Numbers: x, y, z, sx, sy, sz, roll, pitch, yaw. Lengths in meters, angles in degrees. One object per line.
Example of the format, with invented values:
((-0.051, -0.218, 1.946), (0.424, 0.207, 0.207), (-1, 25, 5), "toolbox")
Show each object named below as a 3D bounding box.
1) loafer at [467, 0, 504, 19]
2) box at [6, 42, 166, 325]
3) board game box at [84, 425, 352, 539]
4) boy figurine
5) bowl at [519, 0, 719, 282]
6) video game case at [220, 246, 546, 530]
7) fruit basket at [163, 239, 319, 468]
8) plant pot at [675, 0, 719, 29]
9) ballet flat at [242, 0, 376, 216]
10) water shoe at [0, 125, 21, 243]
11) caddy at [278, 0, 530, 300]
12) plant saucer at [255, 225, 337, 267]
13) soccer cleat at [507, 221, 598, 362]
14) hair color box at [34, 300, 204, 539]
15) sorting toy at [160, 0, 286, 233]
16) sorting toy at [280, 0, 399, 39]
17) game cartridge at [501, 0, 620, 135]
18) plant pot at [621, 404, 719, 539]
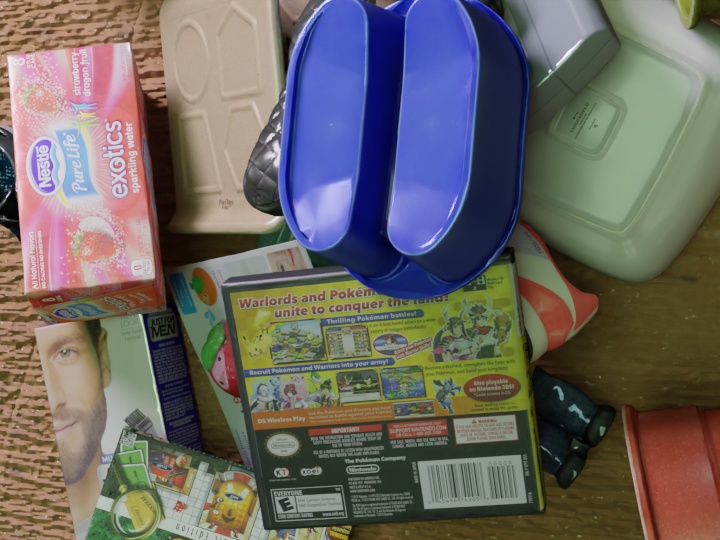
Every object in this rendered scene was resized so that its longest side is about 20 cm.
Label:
((0.011, -0.215, 0.881), (0.201, 0.068, 0.070), (39, 86, 19), "loafer")
((-0.216, -0.068, 1.017), (0.102, 0.095, 0.200), (-6, 74, -5), "box")
((-0.111, 0.205, 1.029), (0.200, 0.023, 0.105), (18, 91, -4), "board game box")
((0.083, 0.083, 0.947), (0.200, 0.064, 0.124), (31, 96, 4), "boy figurine")
((0.168, -0.108, 0.921), (0.200, 0.075, 0.200), (30, 103, 16), "bowl")
((0.017, 0.083, 0.872), (0.200, 0.026, 0.181), (-6, 102, 13), "video game case")
((-0.071, 0.075, 0.984), (0.200, 0.094, 0.185), (-11, 104, 46), "fruit basket")
((0.293, -0.265, 0.815), (0.190, 0.200, 0.200), (-6, 92, 9), "plant pot")
((-0.024, -0.124, 0.894), (0.057, 0.066, 0.200), (-2, 61, 45), "ballet flat")
((-0.278, -0.042, 1.093), (0.200, 0.079, 0.072), (45, 108, 13), "water shoe")
((0.031, -0.083, 0.809), (0.141, 0.105, 0.200), (4, 85, 27), "caddy")
((0.000, 0.000, 1.013), (0.200, 0.036, 0.200), (1, 94, 21), "plant saucer")
((0.087, -0.021, 0.927), (0.073, 0.068, 0.200), (-25, 58, -21), "soccer cleat")
((-0.197, 0.134, 1.084), (0.109, 0.065, 0.200), (-12, 88, 22), "hair color box")
((-0.101, -0.129, 0.996), (0.185, 0.036, 0.200), (3, 94, 57), "sorting toy")
((-0.006, -0.244, 0.967), (0.200, 0.036, 0.185), (27, 130, 19), "sorting toy")
((0.077, -0.138, 0.890), (0.200, 0.040, 0.133), (-34, 53, 24), "game cartridge")
((0.291, 0.166, 0.839), (0.195, 0.201, 0.201), (-13, 89, 13), "plant pot")
